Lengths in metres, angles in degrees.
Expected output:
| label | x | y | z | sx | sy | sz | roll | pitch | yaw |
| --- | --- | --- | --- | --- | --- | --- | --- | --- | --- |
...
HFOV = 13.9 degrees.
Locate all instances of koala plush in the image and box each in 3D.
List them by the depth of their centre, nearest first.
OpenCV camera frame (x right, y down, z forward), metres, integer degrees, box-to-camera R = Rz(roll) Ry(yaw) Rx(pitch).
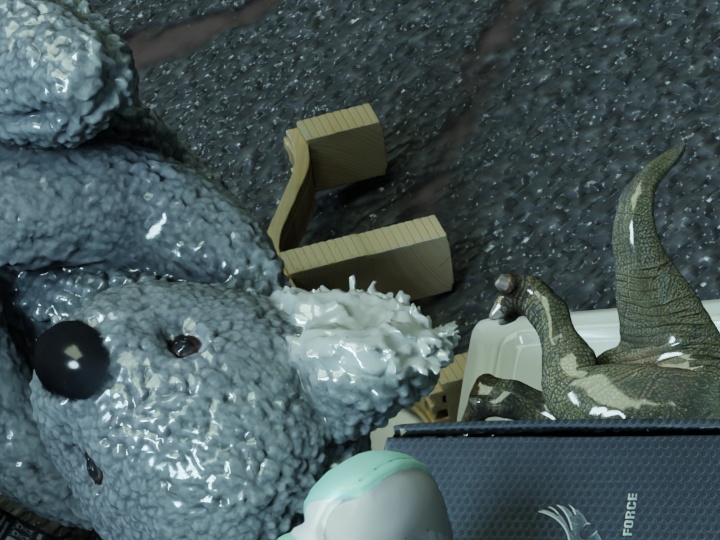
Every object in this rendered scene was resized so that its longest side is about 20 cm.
| label | x | y | z | sx | sy | sz | roll | pitch | yaw |
| --- | --- | --- | --- | --- | --- | --- | --- | --- | --- |
| koala plush | -0.064 | 0.038 | 0.955 | 0.200 | 0.184 | 0.177 | 34 | 88 | 46 |

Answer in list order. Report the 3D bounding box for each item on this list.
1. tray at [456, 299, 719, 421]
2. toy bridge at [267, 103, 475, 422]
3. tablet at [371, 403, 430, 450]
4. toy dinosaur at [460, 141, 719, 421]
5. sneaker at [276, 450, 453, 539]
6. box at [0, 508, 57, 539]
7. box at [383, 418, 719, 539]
| label | x | y | z | sx | sy | sz | roll | pitch | yaw |
| --- | --- | --- | --- | --- | --- | --- | --- | --- | --- |
| tray | 0.118 | 0.048 | 0.932 | 0.200 | 0.022 | 0.108 | -5 | 54 | 24 |
| toy bridge | 0.000 | 0.000 | 1.082 | 0.067 | 0.027 | 0.200 | -15 | 34 | -10 |
| tablet | -0.018 | 0.113 | 0.978 | 0.130 | 0.014 | 0.200 | -25 | 35 | 4 |
| toy dinosaur | 0.073 | 0.063 | 0.894 | 0.102 | 0.077 | 0.200 | 24 | 77 | 17 |
| sneaker | 0.035 | 0.148 | 0.726 | 0.140 | 0.078 | 0.200 | 4 | 83 | 32 |
| box | -0.191 | 0.100 | 0.938 | 0.049 | 0.161 | 0.200 | -60 | 3 | 16 |
| box | 0.069 | 0.140 | 0.783 | 0.157 | 0.051 | 0.200 | -2 | 68 | 33 |
